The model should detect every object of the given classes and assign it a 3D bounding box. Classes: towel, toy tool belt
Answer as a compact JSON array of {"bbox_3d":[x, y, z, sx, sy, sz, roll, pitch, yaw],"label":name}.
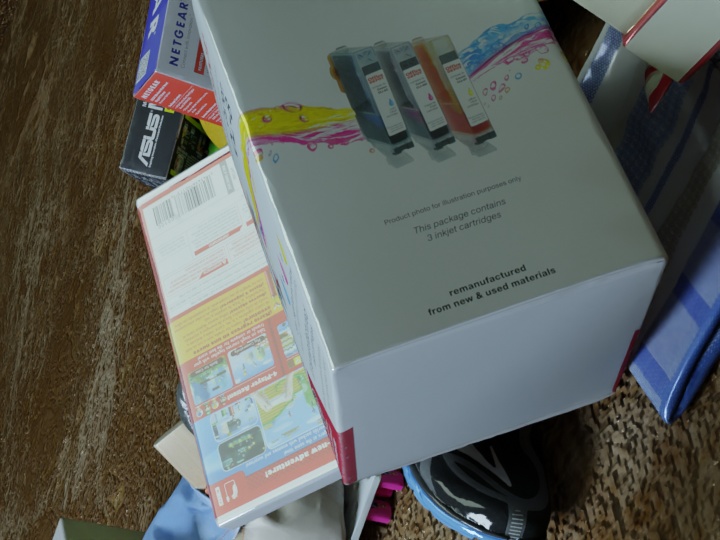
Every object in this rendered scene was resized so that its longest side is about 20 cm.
[{"bbox_3d":[0.138,-0.041,0.661,0.147,0.024,0.200,-65,25,23],"label":"towel"},{"bbox_3d":[-0.100,0.175,0.869,0.201,0.122,0.125,-60,26,29],"label":"toy tool belt"}]

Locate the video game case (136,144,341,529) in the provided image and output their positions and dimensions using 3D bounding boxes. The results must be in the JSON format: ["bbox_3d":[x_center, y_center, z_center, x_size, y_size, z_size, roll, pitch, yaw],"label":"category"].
[{"bbox_3d":[-0.040,0.016,0.730,0.143,0.017,0.201,-28,63,20],"label":"video game case"}]

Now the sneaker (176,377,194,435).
[{"bbox_3d":[-0.022,0.026,0.785,0.200,0.075,0.076,-43,1,10],"label":"sneaker"}]

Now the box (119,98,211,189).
[{"bbox_3d":[-0.148,-0.145,1.228,0.200,0.044,0.161,36,-112,-81],"label":"box"}]

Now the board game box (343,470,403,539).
[{"bbox_3d":[-0.045,0.188,0.925,0.201,0.026,0.200,-70,23,7],"label":"board game box"}]

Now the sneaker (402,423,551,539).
[{"bbox_3d":[0.063,0.052,0.710,0.083,0.070,0.200,120,157,-43],"label":"sneaker"}]

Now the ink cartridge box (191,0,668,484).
[{"bbox_3d":[0.024,-0.036,0.627,0.146,0.144,0.201,85,166,-63],"label":"ink cartridge box"}]

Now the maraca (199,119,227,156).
[{"bbox_3d":[-0.087,-0.149,1.138,0.138,0.107,0.200,-67,14,-20],"label":"maraca"}]

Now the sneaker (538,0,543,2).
[{"bbox_3d":[0.084,-0.176,0.783,0.200,0.090,0.079,-9,89,52],"label":"sneaker"}]

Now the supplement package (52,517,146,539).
[{"bbox_3d":[-0.203,0.317,1.078,0.201,0.119,0.121,-67,25,15],"label":"supplement package"}]

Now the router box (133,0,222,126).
[{"bbox_3d":[-0.060,-0.197,1.013,0.049,0.179,0.201,-29,48,58],"label":"router box"}]

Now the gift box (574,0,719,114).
[{"bbox_3d":[0.128,-0.195,0.571,0.185,0.186,0.201,-47,20,43],"label":"gift box"}]
